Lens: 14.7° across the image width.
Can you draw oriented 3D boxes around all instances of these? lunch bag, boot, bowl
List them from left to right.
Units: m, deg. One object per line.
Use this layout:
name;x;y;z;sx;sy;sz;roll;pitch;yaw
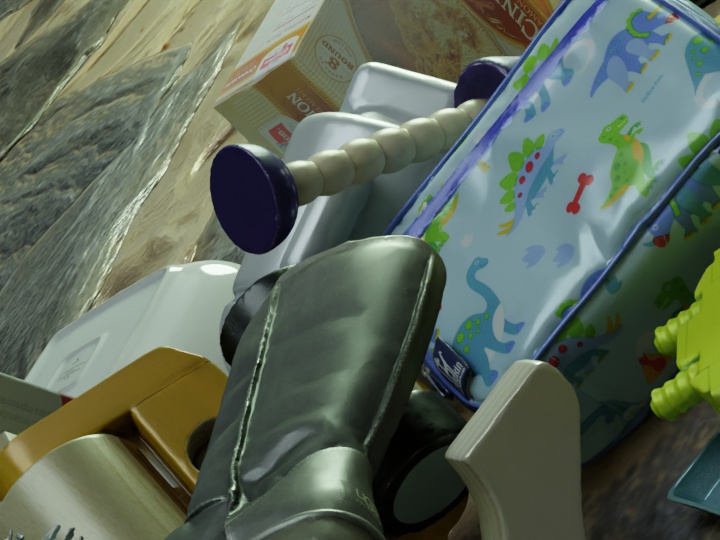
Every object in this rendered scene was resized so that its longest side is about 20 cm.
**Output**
bowl;-0.145;0.081;1.637;0.200;0.075;0.200;-30;23;44
boot;-0.050;0.081;1.053;0.182;0.073;0.200;-25;32;18
lunch bag;0.100;-0.026;1.231;0.200;0.082;0.161;-51;36;9

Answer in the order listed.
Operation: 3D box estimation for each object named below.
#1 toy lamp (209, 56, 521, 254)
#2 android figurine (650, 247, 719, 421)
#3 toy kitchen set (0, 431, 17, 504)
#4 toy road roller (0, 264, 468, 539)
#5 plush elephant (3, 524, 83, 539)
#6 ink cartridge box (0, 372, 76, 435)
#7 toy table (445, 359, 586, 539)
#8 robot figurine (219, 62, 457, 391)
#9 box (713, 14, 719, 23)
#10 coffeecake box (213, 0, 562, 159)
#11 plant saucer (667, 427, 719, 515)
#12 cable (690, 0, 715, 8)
toy lamp;0.022;-0.059;1.302;0.200;0.058;0.058;-18;0;-35
android figurine;0.193;-0.007;1.079;0.200;0.041;0.182;-34;22;27
toy kitchen set;-0.115;0.216;1.227;0.200;0.163;0.180;-58;37;13
toy road roller;-0.045;0.110;1.184;0.200;0.146;0.123;-31;54;-21
plush elephant;-0.186;0.194;1.077;0.155;0.165;0.200;1;82;26
ink cartridge box;-0.204;0.148;1.385;0.083;0.145;0.200;13;84;35
toy table;0.045;0.138;1.028;0.200;0.117;0.184;-15;36;56
robot figurine;0.000;0.000;1.385;0.113;0.170;0.200;16;78;23
box;0.154;-0.060;1.321;0.200;0.048;0.117;-36;21;23
coffeecake box;0.029;-0.114;1.538;0.073;0.154;0.200;-28;25;43
plant saucer;0.200;0.022;1.091;0.200;0.019;0.070;-49;18;-11
cable;0.174;-0.136;1.409;0.097;0.050;0.200;-18;27;53
